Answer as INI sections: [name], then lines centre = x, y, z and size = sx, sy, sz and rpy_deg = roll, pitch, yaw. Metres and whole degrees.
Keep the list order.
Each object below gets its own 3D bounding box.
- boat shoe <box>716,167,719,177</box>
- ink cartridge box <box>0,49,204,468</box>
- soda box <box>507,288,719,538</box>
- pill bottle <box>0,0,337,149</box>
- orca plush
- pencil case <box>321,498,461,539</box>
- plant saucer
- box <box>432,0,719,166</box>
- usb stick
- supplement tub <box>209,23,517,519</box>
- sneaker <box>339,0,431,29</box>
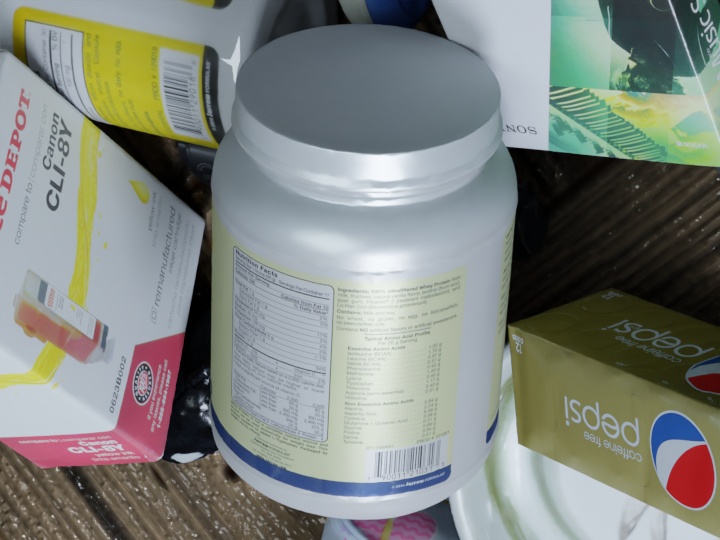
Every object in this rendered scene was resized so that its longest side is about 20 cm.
[boat shoe]
centre = 0.213, -0.025, 1.165
size = 0.062, 0.072, 0.201
rpy_deg = -23, 102, 7
[ink cartridge box]
centre = -0.172, -0.002, 1.253
size = 0.083, 0.200, 0.146
rpy_deg = -3, 64, 28
[soda box]
centre = 0.151, 0.067, 1.107
size = 0.200, 0.067, 0.064
rpy_deg = 21, 123, 55
[pill bottle]
centre = -0.121, -0.130, 1.257
size = 0.199, 0.111, 0.112
rpy_deg = 14, 114, 21
[orca plush]
centre = -0.056, 0.054, 1.315
size = 0.199, 0.071, 0.106
rpy_deg = -20, 99, 31
[pencil case]
centre = -0.003, 0.208, 1.340
size = 0.091, 0.083, 0.201
rpy_deg = 47, 128, 41
[plant saucer]
centre = 0.143, 0.109, 1.249
size = 0.199, 0.050, 0.201
rpy_deg = 9, 112, 23
[box]
centre = 0.086, -0.138, 1.095
size = 0.144, 0.036, 0.201
rpy_deg = 8, 135, 44
[usb stick]
centre = 0.001, -0.043, 1.266
size = 0.199, 0.055, 0.033
rpy_deg = 14, 72, 22
[supplement tub]
centre = 0.000, 0.000, 1.165
size = 0.144, 0.145, 0.201
rpy_deg = 16, 125, 20
[sneaker]
centre = 0.059, -0.192, 1.163
size = 0.111, 0.077, 0.201
rpy_deg = 25, 111, 27
